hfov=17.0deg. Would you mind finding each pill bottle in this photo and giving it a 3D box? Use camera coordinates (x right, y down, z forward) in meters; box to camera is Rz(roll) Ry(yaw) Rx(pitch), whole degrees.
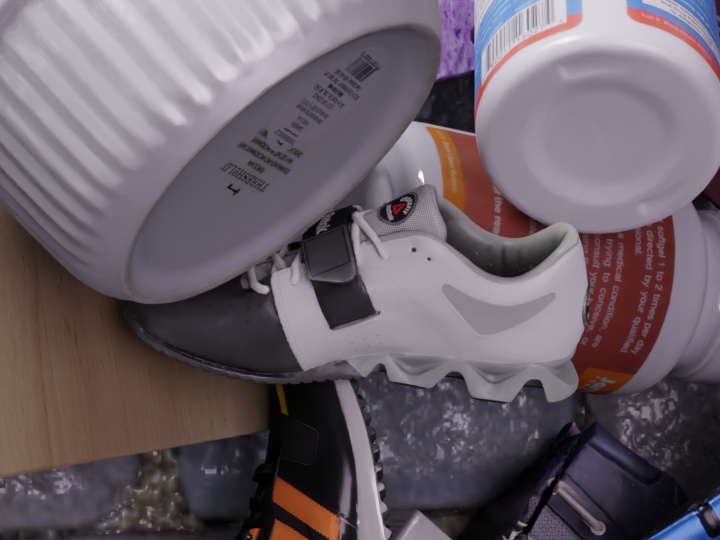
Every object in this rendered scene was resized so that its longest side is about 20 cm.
[{"bbox_3d":[0.092,0.000,1.148,0.200,0.112,0.112,10,81,-22],"label":"pill bottle"},{"bbox_3d":[0.108,-0.119,1.110,0.112,0.112,0.200,28,37,-19],"label":"pill bottle"}]

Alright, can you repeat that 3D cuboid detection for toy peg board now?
[{"bbox_3d":[-0.143,-0.014,1.071,0.199,0.098,0.200,-8,89,-40],"label":"toy peg board"}]

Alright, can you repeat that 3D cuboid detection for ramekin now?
[{"bbox_3d":[-0.061,-0.077,0.940,0.200,0.200,0.105,-33,72,-23],"label":"ramekin"}]

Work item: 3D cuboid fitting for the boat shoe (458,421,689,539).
[{"bbox_3d":[0.149,0.159,1.179,0.200,0.075,0.093,42,75,-16],"label":"boat shoe"}]

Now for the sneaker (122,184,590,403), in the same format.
[{"bbox_3d":[0.000,0.000,1.026,0.200,0.074,0.089,3,118,-8],"label":"sneaker"}]

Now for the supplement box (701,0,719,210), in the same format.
[{"bbox_3d":[0.222,-0.128,1.189,0.109,0.061,0.200,41,108,-15],"label":"supplement box"}]

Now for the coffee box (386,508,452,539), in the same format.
[{"bbox_3d":[-0.007,0.221,1.102,0.113,0.080,0.200,43,70,-14],"label":"coffee box"}]

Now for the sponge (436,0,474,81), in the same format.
[{"bbox_3d":[-0.004,-0.135,1.127,0.200,0.030,0.112,-18,94,-45],"label":"sponge"}]

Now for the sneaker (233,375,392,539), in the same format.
[{"bbox_3d":[-0.034,0.126,1.034,0.090,0.070,0.200,-7,74,-10],"label":"sneaker"}]

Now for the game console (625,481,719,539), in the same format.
[{"bbox_3d":[0.198,0.158,1.157,0.171,0.118,0.200,-31,113,-7],"label":"game console"}]
